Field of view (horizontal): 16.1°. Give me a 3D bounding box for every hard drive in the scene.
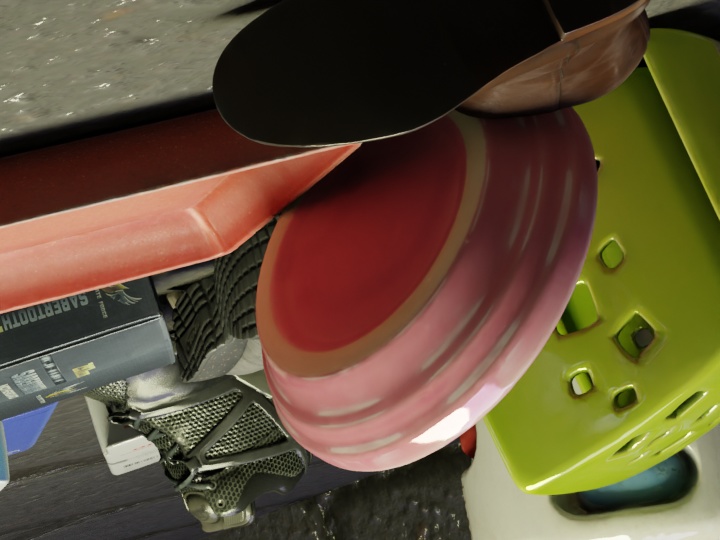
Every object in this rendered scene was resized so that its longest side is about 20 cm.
[{"bbox_3d":[-0.286,0.117,1.795,0.131,0.025,0.200,-16,172,-15],"label":"hard drive"}]

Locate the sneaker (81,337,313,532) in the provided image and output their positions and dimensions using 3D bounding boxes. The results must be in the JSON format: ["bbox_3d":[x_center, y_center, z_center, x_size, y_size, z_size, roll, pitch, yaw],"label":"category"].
[{"bbox_3d":[-0.117,0.099,1.582,0.199,0.115,0.076,14,171,-26],"label":"sneaker"}]

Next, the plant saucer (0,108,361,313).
[{"bbox_3d":[-0.124,-0.025,1.154,0.199,0.037,0.200,-16,172,-24],"label":"plant saucer"}]

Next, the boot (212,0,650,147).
[{"bbox_3d":[0.037,-0.085,1.048,0.185,0.065,0.200,-16,177,1],"label":"boot"}]

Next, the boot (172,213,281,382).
[{"bbox_3d":[-0.019,0.012,1.434,0.131,0.070,0.200,-2,167,-23],"label":"boot"}]

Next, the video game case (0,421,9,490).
[{"bbox_3d":[-0.342,0.140,1.638,0.199,0.046,0.181,-3,165,-20],"label":"video game case"}]

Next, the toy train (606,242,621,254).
[{"bbox_3d":[0.147,-0.008,1.474,0.199,0.086,0.114,-13,168,21],"label":"toy train"}]

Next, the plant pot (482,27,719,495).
[{"bbox_3d":[0.147,-0.012,1.306,0.181,0.201,0.199,-27,169,18],"label":"plant pot"}]

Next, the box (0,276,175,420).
[{"bbox_3d":[-0.186,0.042,1.417,0.157,0.051,0.200,-19,172,-6],"label":"box"}]

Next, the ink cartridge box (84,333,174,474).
[{"bbox_3d":[-0.133,0.087,1.780,0.115,0.067,0.200,-18,172,-7],"label":"ink cartridge box"}]

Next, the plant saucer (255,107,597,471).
[{"bbox_3d":[0.019,-0.008,1.165,0.051,0.201,0.200,32,141,-32],"label":"plant saucer"}]

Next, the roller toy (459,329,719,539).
[{"bbox_3d":[0.147,0.114,1.505,0.182,0.141,0.200,0,168,-43],"label":"roller toy"}]

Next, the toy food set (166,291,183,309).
[{"bbox_3d":[0.000,0.000,1.576,0.199,0.061,0.143,-23,160,22],"label":"toy food set"}]

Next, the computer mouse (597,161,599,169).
[{"bbox_3d":[0.197,-0.074,1.501,0.199,0.046,0.140,-18,172,1],"label":"computer mouse"}]
